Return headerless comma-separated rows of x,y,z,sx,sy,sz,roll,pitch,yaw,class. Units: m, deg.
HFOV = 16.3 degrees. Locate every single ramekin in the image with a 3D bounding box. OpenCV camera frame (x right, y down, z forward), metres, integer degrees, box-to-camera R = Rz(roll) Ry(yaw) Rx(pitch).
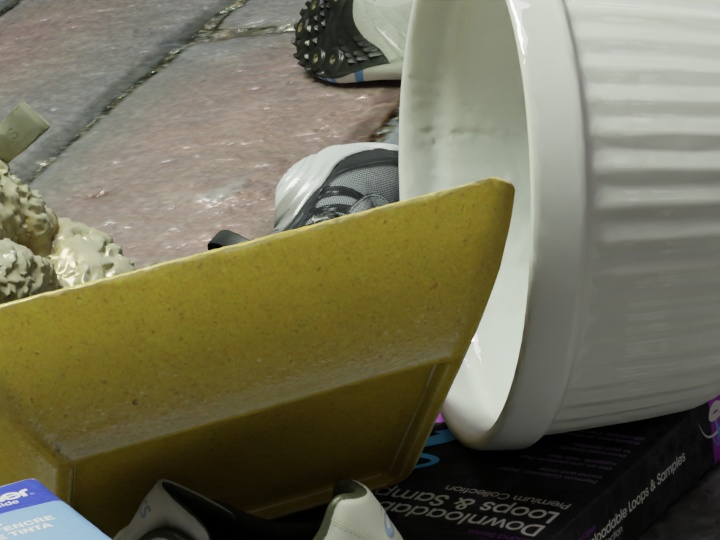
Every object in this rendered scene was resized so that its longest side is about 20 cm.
0.087,-0.033,0.964,0.105,0.201,0.200,-2,17,-13,ramekin

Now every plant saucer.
-0.046,0.050,0.882,0.199,0.049,0.200,-14,-20,-13,plant saucer

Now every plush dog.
-0.208,0.022,1.156,0.199,0.161,0.172,-8,42,4,plush dog

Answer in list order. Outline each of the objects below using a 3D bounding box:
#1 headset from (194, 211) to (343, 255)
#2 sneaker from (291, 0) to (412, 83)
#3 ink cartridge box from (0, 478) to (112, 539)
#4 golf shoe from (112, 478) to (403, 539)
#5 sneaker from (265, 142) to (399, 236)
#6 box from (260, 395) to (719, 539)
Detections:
-0.059,0.029,1.052,0.199,0.094,0.124,-15,41,36,headset
0.035,-0.153,1.642,0.199,0.072,0.072,0,-14,44,sneaker
-0.089,0.147,0.714,0.076,0.137,0.200,-17,21,-26,ink cartridge box
-0.074,0.114,0.866,0.199,0.098,0.078,-8,21,11,golf shoe
0.000,0.000,1.194,0.113,0.076,0.200,5,30,35,sneaker
0.046,0.084,0.985,0.142,0.036,0.200,3,24,33,box
